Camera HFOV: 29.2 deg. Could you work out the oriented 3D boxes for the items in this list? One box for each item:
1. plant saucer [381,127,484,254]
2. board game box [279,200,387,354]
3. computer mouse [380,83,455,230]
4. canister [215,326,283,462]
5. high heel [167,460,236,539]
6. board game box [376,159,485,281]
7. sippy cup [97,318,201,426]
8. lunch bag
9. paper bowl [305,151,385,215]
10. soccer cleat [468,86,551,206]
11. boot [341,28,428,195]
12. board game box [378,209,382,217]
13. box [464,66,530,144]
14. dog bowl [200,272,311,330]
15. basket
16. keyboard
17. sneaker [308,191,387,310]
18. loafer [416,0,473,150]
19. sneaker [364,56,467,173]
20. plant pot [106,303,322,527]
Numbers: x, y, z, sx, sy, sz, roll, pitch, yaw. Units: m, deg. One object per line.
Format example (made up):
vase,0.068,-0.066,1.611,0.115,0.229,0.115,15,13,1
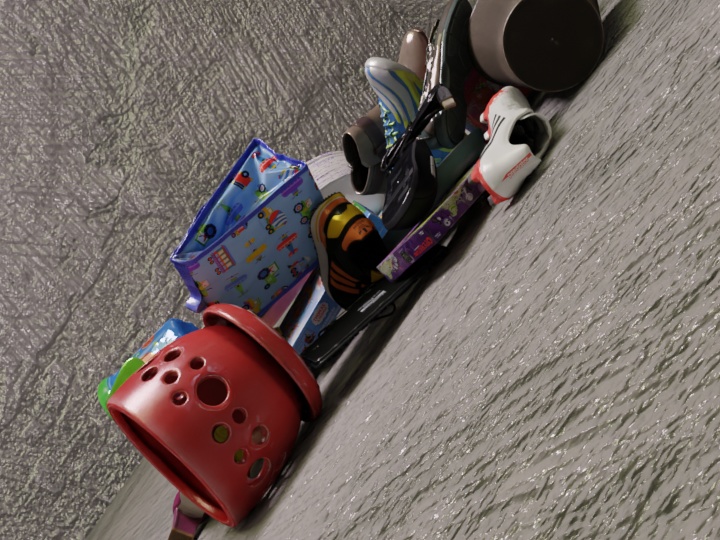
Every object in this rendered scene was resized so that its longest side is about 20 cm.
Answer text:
plant saucer,0.091,-0.089,1.693,0.201,0.027,0.200,-50,-5,-6
board game box,-0.036,0.011,1.795,0.202,0.036,0.151,-60,12,3
computer mouse,0.076,-0.126,1.560,0.141,0.046,0.201,-55,16,24
canister,-0.131,0.159,1.825,0.149,0.086,0.200,-52,5,8
high heel,-0.193,0.270,1.759,0.097,0.067,0.201,-74,7,-47
board game box,0.106,-0.077,1.540,0.200,0.032,0.120,-47,6,-32
sippy cup,-0.230,0.135,1.682,0.131,0.139,0.178,-52,13,8
lunch bag,-0.130,-0.024,1.618,0.201,0.093,0.151,-50,-36,-18
paper bowl,-0.035,-0.064,2.015,0.199,0.104,0.202,-25,-43,-25
soccer cleat,0.167,-0.144,1.448,0.085,0.069,0.201,-37,17,33
boot,0.038,-0.199,1.809,0.145,0.203,0.070,-27,29,-33
board game box,0.045,-0.057,1.902,0.201,0.047,0.151,-52,6,6
box,0.190,-0.271,1.764,0.201,0.095,0.100,-53,-1,-1
dog bowl,-0.129,0.025,1.837,0.201,0.073,0.200,-53,4,5
basket,0.206,-0.275,1.576,0.180,0.136,0.200,-46,11,13
keyboard,0.020,0.047,1.553,0.199,0.040,0.104,-41,14,-11
sneaker,0.000,0.000,1.643,0.070,0.090,0.201,-39,-39,-17
loafer,0.096,-0.241,1.681,0.062,0.072,0.203,-7,64,33
sneaker,0.060,-0.177,1.747,0.075,0.200,0.106,13,67,54
plant pot,-0.154,0.156,1.546,0.183,0.201,0.200,-46,4,-21
